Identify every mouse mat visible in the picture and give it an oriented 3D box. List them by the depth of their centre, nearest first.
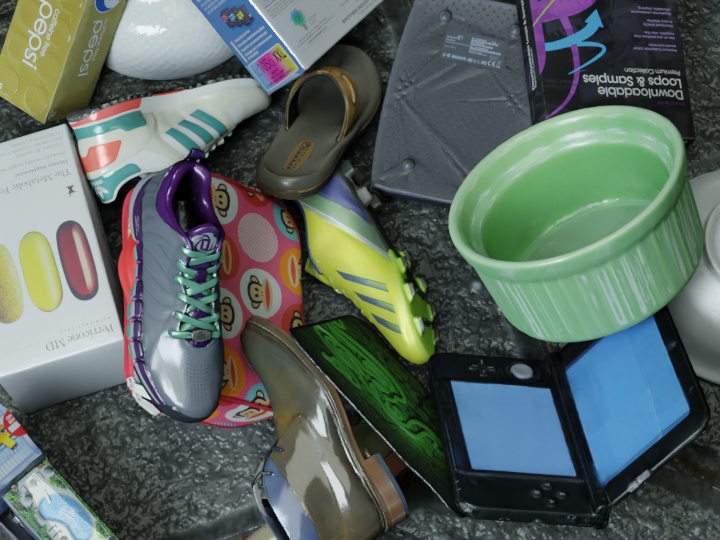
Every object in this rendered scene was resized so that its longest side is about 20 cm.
[{"bbox_3d":[0.035,0.112,1.488,0.200,0.161,0.008,46,107,12],"label":"mouse mat"}]

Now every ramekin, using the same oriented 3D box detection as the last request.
[{"bbox_3d":[0.180,-0.034,1.510,0.199,0.098,0.200,-20,34,14],"label":"ramekin"}]

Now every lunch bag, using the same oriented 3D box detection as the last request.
[{"bbox_3d":[-0.127,0.022,1.517,0.082,0.176,0.201,-18,66,38],"label":"lunch bag"}]

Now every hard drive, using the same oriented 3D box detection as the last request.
[{"bbox_3d":[0.090,-0.145,1.641,0.134,0.042,0.201,11,69,7],"label":"hard drive"}]

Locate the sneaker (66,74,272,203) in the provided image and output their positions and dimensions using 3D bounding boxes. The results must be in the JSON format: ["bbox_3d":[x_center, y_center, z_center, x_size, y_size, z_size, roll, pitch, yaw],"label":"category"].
[{"bbox_3d":[-0.158,-0.111,1.609,0.199,0.070,0.094,-16,98,-39],"label":"sneaker"}]

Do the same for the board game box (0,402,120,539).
[{"bbox_3d":[-0.260,0.176,1.451,0.062,0.200,0.200,-42,73,-13],"label":"board game box"}]

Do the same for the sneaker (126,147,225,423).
[{"bbox_3d":[-0.134,0.011,1.408,0.074,0.087,0.201,-3,74,-28],"label":"sneaker"}]

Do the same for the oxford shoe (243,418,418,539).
[{"bbox_3d":[-0.036,0.183,1.515,0.200,0.071,0.075,-34,68,-21],"label":"oxford shoe"}]

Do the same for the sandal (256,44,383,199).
[{"bbox_3d":[-0.038,-0.139,1.603,0.081,0.055,0.200,11,44,21],"label":"sandal"}]

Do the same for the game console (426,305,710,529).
[{"bbox_3d":[0.155,0.094,1.460,0.175,0.117,0.200,5,32,-10],"label":"game console"}]

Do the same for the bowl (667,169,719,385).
[{"bbox_3d":[0.329,-0.009,1.557,0.200,0.090,0.202,0,70,1],"label":"bowl"}]

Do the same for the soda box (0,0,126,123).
[{"bbox_3d":[-0.249,-0.231,1.612,0.068,0.064,0.201,32,116,18],"label":"soda box"}]

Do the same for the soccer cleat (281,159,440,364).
[{"bbox_3d":[0.000,0.000,1.588,0.083,0.065,0.201,-31,72,10],"label":"soccer cleat"}]

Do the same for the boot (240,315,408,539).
[{"bbox_3d":[-0.056,0.134,1.448,0.097,0.075,0.200,-33,79,-21],"label":"boot"}]

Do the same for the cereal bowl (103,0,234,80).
[{"bbox_3d":[-0.180,-0.277,1.680,0.199,0.083,0.201,0,69,1],"label":"cereal bowl"}]

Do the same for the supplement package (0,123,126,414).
[{"bbox_3d":[-0.264,0.000,1.564,0.113,0.110,0.201,-18,70,-4],"label":"supplement package"}]

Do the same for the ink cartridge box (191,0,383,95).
[{"bbox_3d":[-0.086,-0.274,1.618,0.200,0.076,0.136,52,55,-11],"label":"ink cartridge box"}]

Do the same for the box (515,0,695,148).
[{"bbox_3d":[0.212,-0.202,1.637,0.142,0.036,0.201,-1,73,-17],"label":"box"}]
